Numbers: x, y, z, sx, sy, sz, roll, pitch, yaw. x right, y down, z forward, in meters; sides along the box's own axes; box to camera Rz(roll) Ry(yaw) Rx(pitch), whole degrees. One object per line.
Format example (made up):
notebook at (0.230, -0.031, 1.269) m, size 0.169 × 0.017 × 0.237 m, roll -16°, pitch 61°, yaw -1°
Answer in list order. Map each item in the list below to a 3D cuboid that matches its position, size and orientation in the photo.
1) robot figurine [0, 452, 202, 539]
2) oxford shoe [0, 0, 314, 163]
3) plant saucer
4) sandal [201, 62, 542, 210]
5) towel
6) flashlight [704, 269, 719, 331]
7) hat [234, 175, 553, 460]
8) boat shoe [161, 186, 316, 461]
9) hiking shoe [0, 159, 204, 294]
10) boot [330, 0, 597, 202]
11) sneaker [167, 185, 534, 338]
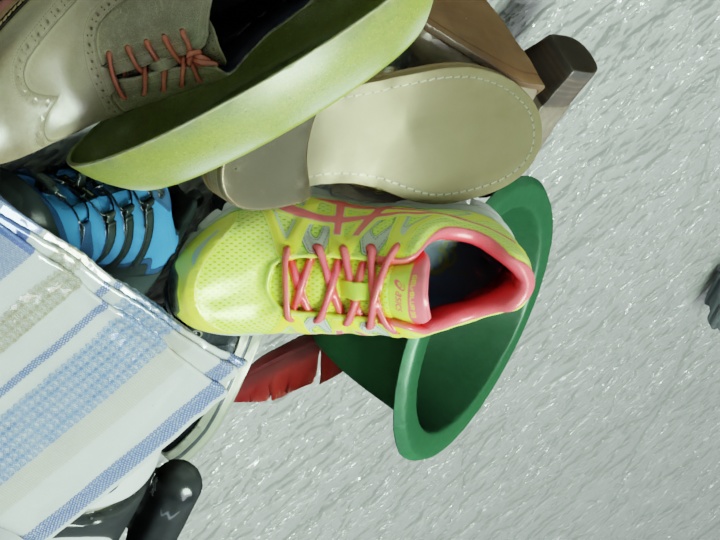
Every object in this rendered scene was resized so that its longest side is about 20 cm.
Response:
robot figurine at (-0.178, 0.111, 1.541) m, size 0.150 × 0.125 × 0.200 m, roll -18°, pitch 150°, yaw -42°
oxford shoe at (-0.101, -0.106, 1.322) m, size 0.200 × 0.075 × 0.071 m, roll -38°, pitch 134°, yaw -19°
plant saucer at (-0.044, -0.089, 1.373) m, size 0.199 × 0.031 × 0.200 m, roll -29°, pitch -167°, yaw 7°
sandal at (-0.005, -0.078, 1.519) m, size 0.211 × 0.070 × 0.078 m, roll -8°, pitch 118°, yaw -38°
towel at (-0.163, 0.048, 1.378) m, size 0.147 × 0.024 × 0.200 m, roll -40°, pitch 136°, yaw 13°
flashlight at (0.311, -0.023, 2.154) m, size 0.068 × 0.068 × 0.200 m, roll -24°, pitch 151°, yaw -38°
hat at (-0.012, 0.007, 1.690) m, size 0.200 × 0.176 × 0.166 m, roll -57°, pitch 156°, yaw -21°
boat shoe at (-0.080, 0.022, 1.615) m, size 0.075 × 0.062 × 0.200 m, roll -71°, pitch -176°, yaw -53°
hiking shoe at (-0.140, -0.032, 1.436) m, size 0.087 × 0.074 × 0.200 m, roll -51°, pitch 166°, yaw 0°
boot at (0.038, -0.084, 1.624) m, size 0.146 × 0.070 × 0.200 m, roll -40°, pitch 149°, yaw 26°
sneaker at (0.000, 0.000, 1.515) m, size 0.199 × 0.090 × 0.079 m, roll -8°, pitch 109°, yaw -20°
